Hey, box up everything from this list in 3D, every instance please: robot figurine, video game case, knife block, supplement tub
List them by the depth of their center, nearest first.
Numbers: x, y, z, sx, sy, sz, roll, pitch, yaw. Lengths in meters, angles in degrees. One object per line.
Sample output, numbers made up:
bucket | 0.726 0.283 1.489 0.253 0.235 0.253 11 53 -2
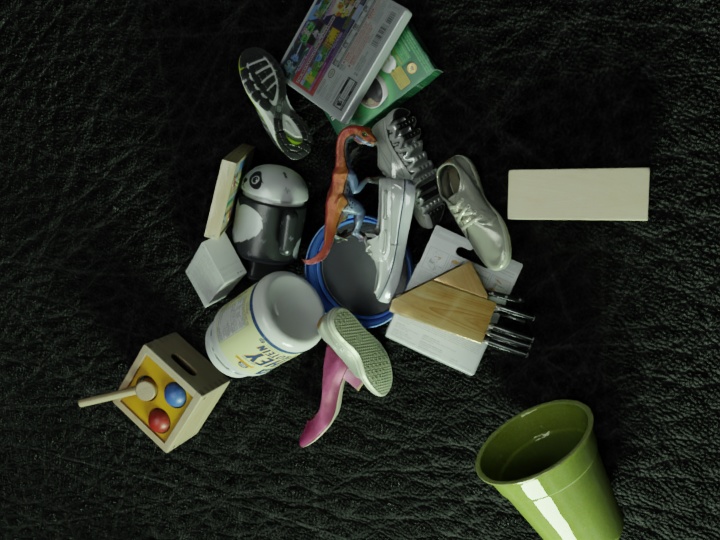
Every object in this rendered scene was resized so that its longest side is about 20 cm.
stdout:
knife block | 0.165 0.082 1.129 0.199 0.064 0.176 -26 89 2
video game case | -0.033 -0.366 1.167 0.182 0.023 0.200 40 106 30
robot figurine | -0.162 -0.085 1.257 0.150 0.125 0.201 17 106 15
supplement tub | -0.172 0.101 1.270 0.200 0.145 0.145 -32 87 42

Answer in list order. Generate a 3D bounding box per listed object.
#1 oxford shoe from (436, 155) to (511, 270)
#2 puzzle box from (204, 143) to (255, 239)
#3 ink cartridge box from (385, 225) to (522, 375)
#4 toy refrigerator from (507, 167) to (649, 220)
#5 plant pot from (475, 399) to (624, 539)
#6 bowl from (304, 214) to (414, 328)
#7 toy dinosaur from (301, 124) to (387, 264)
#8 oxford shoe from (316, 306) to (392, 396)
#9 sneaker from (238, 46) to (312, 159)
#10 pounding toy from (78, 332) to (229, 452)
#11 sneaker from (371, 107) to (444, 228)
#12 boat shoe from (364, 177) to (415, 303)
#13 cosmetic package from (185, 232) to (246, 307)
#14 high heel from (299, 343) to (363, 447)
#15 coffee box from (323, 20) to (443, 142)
oxford shoe | 0.172 -0.089 1.120 0.075 0.058 0.201 -39 67 46
puzzle box | -0.222 -0.140 1.236 0.025 0.200 0.134 16 107 -4
ink cartridge box | 0.153 0.051 1.185 0.162 0.057 0.201 25 87 1
toy refrigerator | 0.327 -0.113 1.080 0.199 0.070 0.076 2 93 22
plant pot | 0.313 0.338 1.121 0.200 0.200 0.190 -28 102 25
bowl | 0.000 0.000 1.253 0.200 0.039 0.202 4 101 22
toy dinosaur | -0.018 -0.131 1.144 0.105 0.200 0.182 10 127 34
oxford shoe | -0.008 0.140 1.243 0.058 0.075 0.200 -9 128 42
sneaker | -0.154 -0.281 1.225 0.074 0.081 0.201 -27 103 -17
pounding toy | -0.406 0.239 1.411 0.200 0.142 0.184 39 111 11
sneaker | 0.077 -0.161 1.181 0.081 0.075 0.201 -19 93 43
boat shoe | 0.037 -0.049 1.139 0.065 0.074 0.201 9 100 -8
cosmetic package | -0.263 0.002 1.297 0.083 0.051 0.200 59 154 1
high heel | -0.073 0.226 1.305 0.096 0.067 0.200 38 107 1
coffee box | 0.021 -0.316 1.182 0.200 0.044 0.123 -35 84 24
